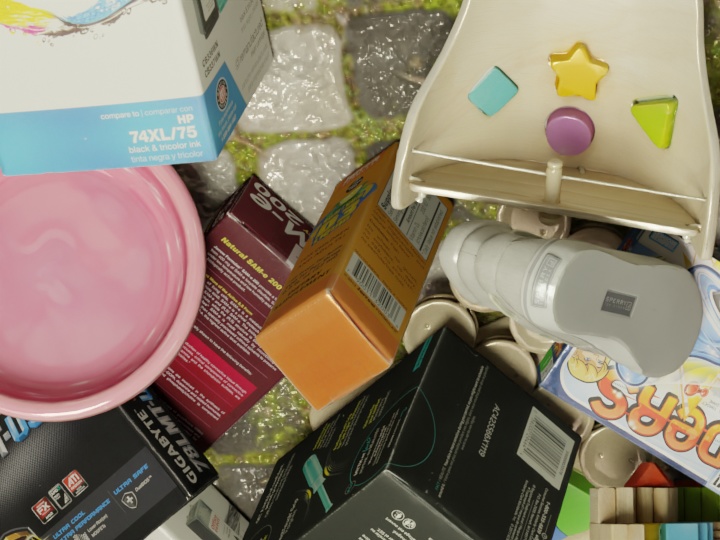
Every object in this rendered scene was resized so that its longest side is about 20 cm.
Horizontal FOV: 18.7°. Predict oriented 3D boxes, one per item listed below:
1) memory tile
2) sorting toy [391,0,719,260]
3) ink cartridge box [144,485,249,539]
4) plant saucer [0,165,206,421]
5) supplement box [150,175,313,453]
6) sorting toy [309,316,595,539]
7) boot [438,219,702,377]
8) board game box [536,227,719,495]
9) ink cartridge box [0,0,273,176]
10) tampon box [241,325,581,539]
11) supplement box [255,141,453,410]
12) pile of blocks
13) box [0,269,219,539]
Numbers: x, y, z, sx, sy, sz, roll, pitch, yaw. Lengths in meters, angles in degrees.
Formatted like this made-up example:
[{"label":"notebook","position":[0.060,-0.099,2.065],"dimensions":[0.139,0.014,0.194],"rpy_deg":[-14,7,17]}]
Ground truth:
[{"label":"memory tile","position":[0.143,0.044,1.447],"dimensions":[0.199,0.017,0.154],"rpy_deg":[35,107,-9]},{"label":"sorting toy","position":[0.132,-0.120,1.332],"dimensions":[0.198,0.107,0.182],"rpy_deg":[10,115,8]},{"label":"ink cartridge box","position":[-0.141,0.238,1.613],"dimensions":[0.145,0.085,0.200],"rpy_deg":[-35,105,28]},{"label":"plant saucer","position":[-0.198,0.000,1.424],"dimensions":[0.199,0.051,0.202],"rpy_deg":[0,79,1]},{"label":"supplement box","position":[-0.102,0.041,1.499],"dimensions":[0.109,0.061,0.200],"rpy_deg":[41,122,-10]},{"label":"sorting toy","position":[0.084,0.145,1.531],"dimensions":[0.184,0.037,0.201],"rpy_deg":[-23,112,25]},{"label":"boot","position":[0.130,0.009,1.330],"dimensions":[0.095,0.200,0.074],"rpy_deg":[23,89,36]},{"label":"board game box","position":[0.233,0.066,1.423],"dimensions":[0.199,0.034,0.136],"rpy_deg":[30,108,-8]},{"label":"ink cartridge box","position":[-0.156,-0.183,1.329],"dimensions":[0.145,0.147,0.201],"rpy_deg":[-3,120,16]},{"label":"tampon box","position":[0.024,0.166,1.439],"dimensions":[0.126,0.150,0.200],"rpy_deg":[39,130,-12]},{"label":"supplement box","position":[0.000,0.000,1.368],"dimensions":[0.066,0.200,0.069],"rpy_deg":[-34,105,28]},{"label":"pile of blocks","position":[0.210,0.158,1.439],"dimensions":[0.081,0.200,0.063],"rpy_deg":[-3,84,25]},{"label":"box","position":[-0.227,0.122,1.514],"dimensions":[0.200,0.050,0.199],"rpy_deg":[-39,89,30]}]
